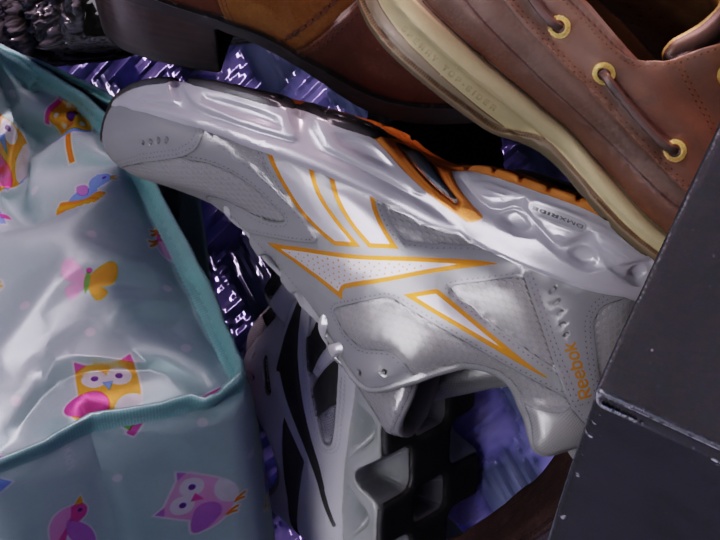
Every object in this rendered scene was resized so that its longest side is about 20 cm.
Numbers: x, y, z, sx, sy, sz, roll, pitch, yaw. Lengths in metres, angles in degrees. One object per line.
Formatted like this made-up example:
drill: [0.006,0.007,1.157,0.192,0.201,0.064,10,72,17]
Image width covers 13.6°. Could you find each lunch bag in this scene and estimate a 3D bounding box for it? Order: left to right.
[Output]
lunch bag: [-0.105,0.036,1.082,0.171,0.121,0.200,83,166,-46]

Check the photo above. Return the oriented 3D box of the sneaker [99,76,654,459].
sneaker: [0.000,0.000,0.949,0.199,0.076,0.092,20,95,20]

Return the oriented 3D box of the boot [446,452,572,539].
boot: [0.093,0.111,0.927,0.166,0.072,0.200,-44,29,27]

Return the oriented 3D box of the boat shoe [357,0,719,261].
boat shoe: [0.095,-0.052,0.895,0.200,0.072,0.068,35,124,-6]

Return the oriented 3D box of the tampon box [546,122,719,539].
tampon box: [0.144,-0.006,0.722,0.126,0.201,0.150,25,162,8]

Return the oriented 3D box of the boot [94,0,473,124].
boot: [-0.001,-0.145,0.927,0.187,0.069,0.201,14,139,13]

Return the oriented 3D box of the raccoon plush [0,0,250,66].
raccoon plush: [-0.097,-0.146,1.093,0.199,0.097,0.135,-3,91,45]

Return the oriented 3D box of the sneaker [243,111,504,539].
sneaker: [-0.005,0.012,1.051,0.088,0.074,0.201,22,115,36]
